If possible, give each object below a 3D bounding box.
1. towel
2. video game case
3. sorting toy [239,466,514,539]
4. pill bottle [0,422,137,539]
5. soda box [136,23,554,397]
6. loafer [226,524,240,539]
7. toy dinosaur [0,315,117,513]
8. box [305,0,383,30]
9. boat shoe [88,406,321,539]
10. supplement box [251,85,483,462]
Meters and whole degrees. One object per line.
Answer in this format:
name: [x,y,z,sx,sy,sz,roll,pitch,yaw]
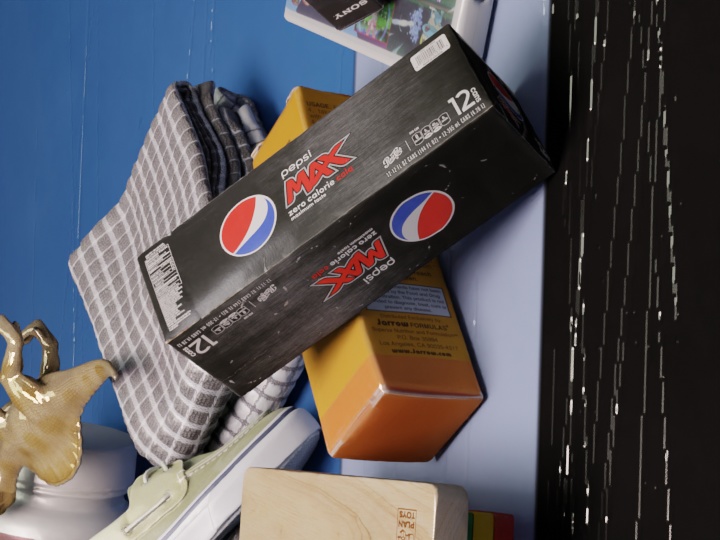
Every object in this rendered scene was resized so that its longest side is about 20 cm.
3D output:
towel: [-0.097,0.002,1.340,0.166,0.085,0.201,-64,35,33]
video game case: [0.025,-0.205,1.211,0.200,0.023,0.184,32,114,57]
sorting toy: [0.010,0.202,1.100,0.200,0.069,0.200,-4,82,61]
pill bottle: [-0.205,0.205,1.479,0.114,0.113,0.202,17,101,61]
soda box: [-0.009,-0.027,1.100,0.199,0.071,0.064,-35,50,13]
loafer: [-0.085,0.215,1.303,0.070,0.068,0.201,53,134,42]
toy dinosaur: [-0.195,0.078,1.377,0.200,0.058,0.102,-45,67,40]
box: [-0.063,-0.229,1.154,0.036,0.200,0.144,-27,54,21]
boat shoe: [-0.108,0.142,1.275,0.200,0.072,0.062,-44,79,6]
supplement box: [0.000,0.000,1.183,0.067,0.068,0.201,-53,44,43]
